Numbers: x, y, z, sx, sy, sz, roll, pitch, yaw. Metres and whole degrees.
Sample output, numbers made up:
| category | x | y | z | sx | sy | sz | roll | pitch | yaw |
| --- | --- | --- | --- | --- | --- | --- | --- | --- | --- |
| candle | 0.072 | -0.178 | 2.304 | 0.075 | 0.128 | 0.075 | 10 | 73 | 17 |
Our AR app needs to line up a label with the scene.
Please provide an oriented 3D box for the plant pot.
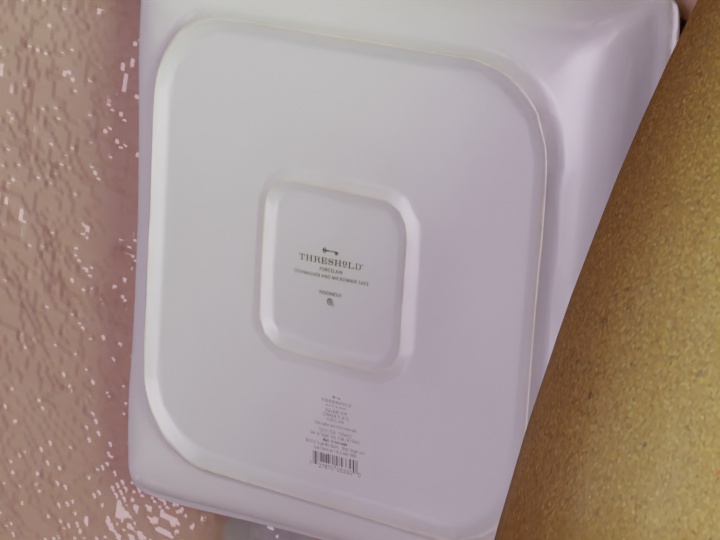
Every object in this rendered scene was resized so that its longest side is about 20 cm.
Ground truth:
| category | x | y | z | sx | sy | sz | roll | pitch | yaw |
| --- | --- | --- | --- | --- | --- | --- | --- | --- | --- |
| plant pot | 0.130 | 0.011 | 0.600 | 0.186 | 0.186 | 0.200 | 6 | 88 | 35 |

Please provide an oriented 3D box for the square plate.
| category | x | y | z | sx | sy | sz | roll | pitch | yaw |
| --- | --- | --- | --- | --- | --- | --- | --- | --- | --- |
| square plate | 0.000 | 0.000 | 0.766 | 0.200 | 0.028 | 0.198 | 13 | 106 | 34 |
